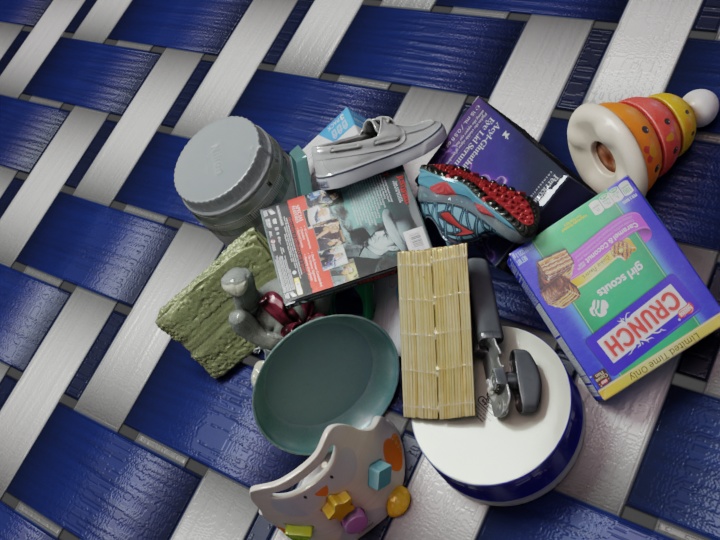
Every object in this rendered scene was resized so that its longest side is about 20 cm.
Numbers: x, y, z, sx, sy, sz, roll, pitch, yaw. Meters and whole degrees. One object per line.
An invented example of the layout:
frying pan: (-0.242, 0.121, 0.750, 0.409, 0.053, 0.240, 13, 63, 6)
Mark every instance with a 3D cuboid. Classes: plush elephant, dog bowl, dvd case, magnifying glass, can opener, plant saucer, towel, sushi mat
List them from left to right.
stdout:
towel: (-0.177, 0.049, 1.263, 0.200, 0.149, 0.037, -42, 25, 1)
plush elephant: (-0.082, 0.081, 1.174, 0.164, 0.202, 0.155, -23, 47, -33)
plant saucer: (-0.072, -0.071, 1.246, 0.019, 0.202, 0.070, -12, 21, -11)
plant saucer: (-0.046, 0.138, 1.116, 0.200, 0.200, 0.036, -41, 36, -2)
dvd case: (-0.018, -0.046, 1.131, 0.198, 0.022, 0.147, -19, 62, 0)
magnifying glass: (0.000, 0.000, 1.206, 0.079, 0.022, 0.202, 34, 119, 34)
sushi mat: (0.088, 0.072, 1.041, 0.095, 0.012, 0.203, -4, 85, 29)
dog bowl: (0.163, 0.171, 1.059, 0.198, 0.079, 0.202, -12, 57, 19)
can opener: (0.164, 0.078, 1.044, 0.066, 0.054, 0.202, 1, 56, -11)

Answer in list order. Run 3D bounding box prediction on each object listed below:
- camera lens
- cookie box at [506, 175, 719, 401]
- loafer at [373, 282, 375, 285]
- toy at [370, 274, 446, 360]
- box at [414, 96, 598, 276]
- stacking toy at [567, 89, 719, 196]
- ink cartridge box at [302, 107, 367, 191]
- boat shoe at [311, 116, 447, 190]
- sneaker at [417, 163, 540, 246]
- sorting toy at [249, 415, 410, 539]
camera lens: (-0.158, -0.108, 1.303, 0.158, 0.200, 0.162, -14, 56, 22)
cookie box: (0.295, 0.023, 1.037, 0.170, 0.075, 0.201, -33, 80, 4)
loafer: (0.027, -0.057, 1.271, 0.071, 0.063, 0.202, -18, 55, 13)
toy: (0.074, 0.055, 1.144, 0.200, 0.047, 0.117, 175, 104, -66)
box: (0.192, -0.106, 1.169, 0.149, 0.104, 0.200, -53, 49, 15)
stacking toy: (0.383, -0.185, 1.151, 0.199, 0.147, 0.146, -30, 51, -13)
ink cartridge box: (-0.009, -0.115, 1.248, 0.115, 0.068, 0.201, -40, 51, 25)
boat shoe: (0.027, -0.168, 1.157, 0.199, 0.066, 0.073, -27, 22, -26)
sneaker: (0.143, -0.064, 1.090, 0.200, 0.079, 0.097, 36, 125, 50)
sorting toy: (-0.044, 0.251, 1.048, 0.199, 0.180, 0.107, -38, 52, 1)
